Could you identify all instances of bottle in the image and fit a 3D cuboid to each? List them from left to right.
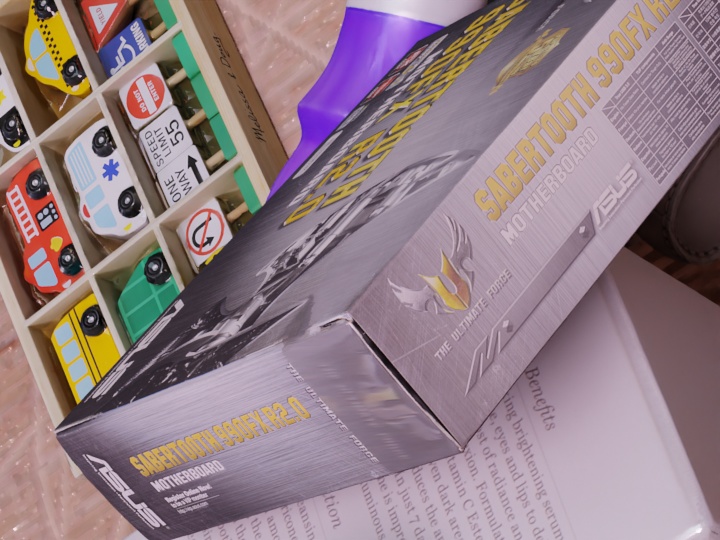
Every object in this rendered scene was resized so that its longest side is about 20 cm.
[{"bbox_3d":[0.000,0.000,0.900,0.065,0.083,0.201,14,93,24],"label":"bottle"}]

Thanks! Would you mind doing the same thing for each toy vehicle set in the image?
[{"bbox_3d":[-0.091,-0.034,1.017,0.124,0.026,0.200,-37,60,21],"label":"toy vehicle set"}]

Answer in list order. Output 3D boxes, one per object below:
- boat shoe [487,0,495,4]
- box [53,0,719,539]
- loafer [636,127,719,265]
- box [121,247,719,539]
[{"bbox_3d":[0.076,-0.147,0.911,0.069,0.057,0.200,32,98,36],"label":"boat shoe"},{"bbox_3d":[0.021,-0.016,0.754,0.200,0.048,0.158,-49,14,-33],"label":"box"},{"bbox_3d":[0.162,-0.076,0.828,0.200,0.070,0.070,-51,48,13],"label":"loafer"},{"bbox_3d":[0.046,0.101,0.807,0.200,0.152,0.107,-35,53,22],"label":"box"}]
